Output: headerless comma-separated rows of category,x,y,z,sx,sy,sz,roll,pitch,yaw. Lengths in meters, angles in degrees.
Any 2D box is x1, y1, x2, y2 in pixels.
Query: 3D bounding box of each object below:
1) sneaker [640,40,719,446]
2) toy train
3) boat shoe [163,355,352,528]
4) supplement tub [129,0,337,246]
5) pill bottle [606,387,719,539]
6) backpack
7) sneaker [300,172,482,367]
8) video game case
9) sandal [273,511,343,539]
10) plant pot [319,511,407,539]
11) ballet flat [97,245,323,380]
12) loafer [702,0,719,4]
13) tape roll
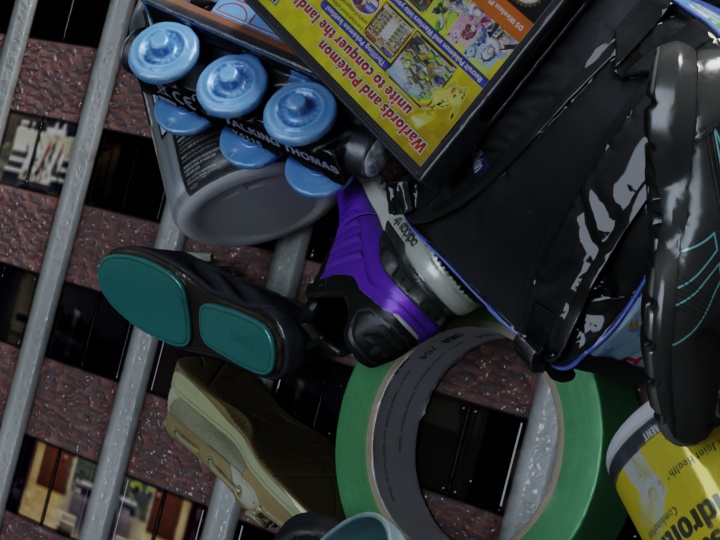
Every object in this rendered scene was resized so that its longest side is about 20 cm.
sneaker,0.176,-0.010,0.861,0.079,0.075,0.200,2,101,5
toy train,-0.054,-0.125,1.111,0.200,0.087,0.114,26,68,25
boat shoe,-0.069,0.131,1.191,0.201,0.073,0.063,39,117,39
supplement tub,-0.091,-0.128,1.231,0.123,0.123,0.200,-31,61,32
pill bottle,0.216,0.154,0.910,0.112,0.112,0.200,-42,56,26
backpack,0.149,-0.058,0.991,0.183,0.147,0.200,49,115,34
sneaker,0.000,0.000,1.103,0.100,0.070,0.200,-42,23,6
video game case,0.039,-0.174,1.004,0.181,0.025,0.200,-51,54,13
sandal,-0.050,0.212,1.149,0.200,0.075,0.048,-50,12,41
plant pot,0.011,0.257,1.003,0.200,0.134,0.200,-52,13,18
ballet flat,-0.100,0.026,1.242,0.200,0.073,0.073,21,94,41
loafer,0.195,-0.189,1.035,0.200,0.070,0.070,-6,85,40
tape roll,0.075,0.106,1.084,0.200,0.048,0.201,-11,73,39
